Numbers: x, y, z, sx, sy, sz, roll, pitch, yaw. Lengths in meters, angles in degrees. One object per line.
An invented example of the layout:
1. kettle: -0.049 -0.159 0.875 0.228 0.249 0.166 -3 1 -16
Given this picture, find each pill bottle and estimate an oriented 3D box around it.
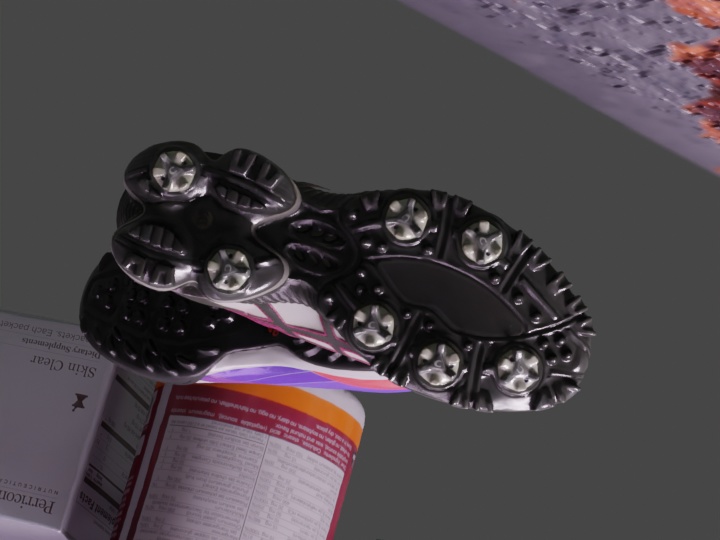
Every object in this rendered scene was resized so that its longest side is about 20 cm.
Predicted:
1. pill bottle: -0.073 0.147 1.421 0.109 0.201 0.110 14 163 4

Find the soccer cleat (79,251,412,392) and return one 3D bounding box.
1. soccer cleat: -0.033 0.025 1.239 0.199 0.069 0.073 1 162 33

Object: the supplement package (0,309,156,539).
1. supplement package: -0.207 0.091 1.521 0.199 0.111 0.156 9 162 18

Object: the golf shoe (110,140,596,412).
1. golf shoe: 0.000 0.000 1.138 0.199 0.077 0.088 21 176 6

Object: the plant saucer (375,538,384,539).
1. plant saucer: 0.105 0.205 1.763 0.199 0.019 0.070 14 163 7
